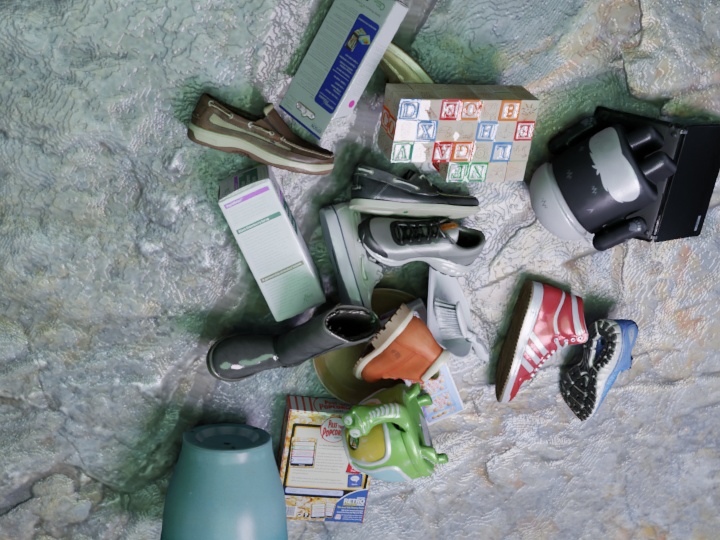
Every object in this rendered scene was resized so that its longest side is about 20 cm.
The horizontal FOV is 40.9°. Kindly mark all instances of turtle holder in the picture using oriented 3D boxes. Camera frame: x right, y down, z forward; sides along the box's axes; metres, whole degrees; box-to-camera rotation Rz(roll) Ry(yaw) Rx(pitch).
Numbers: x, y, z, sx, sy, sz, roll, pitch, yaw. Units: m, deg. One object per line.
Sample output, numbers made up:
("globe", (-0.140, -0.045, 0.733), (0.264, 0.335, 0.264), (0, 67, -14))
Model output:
("turtle holder", (0.042, 0.242, 1.391), (0.130, 0.185, 0.142), (-18, 90, 11))

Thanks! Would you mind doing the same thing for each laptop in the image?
("laptop", (0.428, -0.143, 1.430), (0.198, 0.103, 0.179), (14, 112, 12))

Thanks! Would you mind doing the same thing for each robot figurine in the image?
("robot figurine", (0.333, -0.124, 1.344), (0.199, 0.151, 0.125), (-29, 122, 25))

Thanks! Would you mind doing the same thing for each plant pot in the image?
("plant pot", (-0.200, 0.335, 1.439), (0.198, 0.200, 0.190), (2, 97, -10))
("plant pot", (0.024, 0.114, 1.462), (0.198, 0.028, 0.202), (-4, 113, -9))

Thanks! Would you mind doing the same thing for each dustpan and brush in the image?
("dustpan and brush", (0.150, 0.088, 1.440), (0.057, 0.141, 0.201), (-5, 146, 16))

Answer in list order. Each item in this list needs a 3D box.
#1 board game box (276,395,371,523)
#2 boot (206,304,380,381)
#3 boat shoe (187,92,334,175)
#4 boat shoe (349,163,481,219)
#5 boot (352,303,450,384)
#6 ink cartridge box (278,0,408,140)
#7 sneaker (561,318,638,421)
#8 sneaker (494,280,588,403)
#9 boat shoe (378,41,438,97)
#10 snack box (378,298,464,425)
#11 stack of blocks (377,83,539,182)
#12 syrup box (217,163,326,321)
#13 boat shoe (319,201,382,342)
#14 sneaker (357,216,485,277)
("board game box", (-0.054, 0.299, 1.517), (0.150, 0.046, 0.202), (6, 112, -12))
("boot", (-0.095, 0.101, 1.330), (0.180, 0.199, 0.073), (-11, 88, -36))
("boat shoe", (-0.125, -0.184, 1.283), (0.200, 0.075, 0.076), (14, 107, -14))
("boat shoe", (0.081, -0.109, 1.354), (0.198, 0.072, 0.068), (6, 79, -21))
("boot", (0.056, 0.130, 1.362), (0.107, 0.200, 0.075), (38, 62, 1))
("ink cartridge box", (-0.024, -0.274, 1.249), (0.037, 0.095, 0.201), (11, 115, -54))
("sneaker", (0.382, 0.157, 1.508), (0.088, 0.079, 0.201), (-10, 135, -31))
("sneaker", (0.280, 0.121, 1.484), (0.111, 0.071, 0.202), (12, 108, -11))
("boat shoe", (0.067, -0.233, 1.294), (0.069, 0.074, 0.200), (-46, 113, 5))
("snack box", (0.093, 0.142, 1.458), (0.071, 0.024, 0.201), (-23, 115, -1))
("stack of blocks", (0.126, -0.180, 1.271), (0.198, 0.059, 0.116), (-2, 120, -19))
("syrup box", (-0.123, -0.040, 1.341), (0.081, 0.079, 0.201), (-22, 115, 1))
("boat shoe", (0.000, 0.000, 1.374), (0.069, 0.071, 0.202), (-17, 94, -12))
("sneaker", (0.086, -0.048, 1.357), (0.198, 0.075, 0.079), (8, 144, -27))
